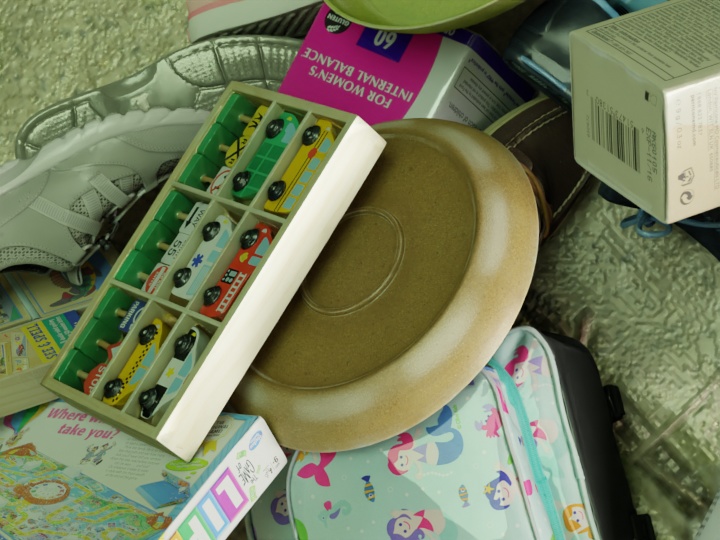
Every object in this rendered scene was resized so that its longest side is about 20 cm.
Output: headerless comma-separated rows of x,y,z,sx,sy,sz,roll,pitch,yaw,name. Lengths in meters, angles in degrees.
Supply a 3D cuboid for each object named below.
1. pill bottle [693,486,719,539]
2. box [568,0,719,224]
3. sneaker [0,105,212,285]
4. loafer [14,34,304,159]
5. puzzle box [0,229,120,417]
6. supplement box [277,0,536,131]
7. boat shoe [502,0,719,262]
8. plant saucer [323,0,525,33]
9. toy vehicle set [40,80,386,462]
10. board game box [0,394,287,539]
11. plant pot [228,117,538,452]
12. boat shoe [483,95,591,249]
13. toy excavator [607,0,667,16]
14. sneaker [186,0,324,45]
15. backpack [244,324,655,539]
0.207,0.189,1.505,0.113,0.113,0.201,25,85,26,pill bottle
0.215,-0.102,1.528,0.199,0.078,0.095,-18,31,-22,box
-0.164,-0.033,1.670,0.199,0.075,0.082,-23,89,-11,sneaker
-0.106,-0.095,1.745,0.199,0.063,0.072,-15,96,2,loafer
-0.202,0.013,1.691,0.132,0.026,0.200,-19,35,-17,puzzle box
-0.001,-0.047,1.667,0.101,0.103,0.201,24,85,28,supplement box
0.154,-0.059,1.606,0.069,0.084,0.200,-39,82,-9,boat shoe
0.064,-0.201,1.618,0.199,0.031,0.201,-20,44,21,plant saucer
-0.079,-0.003,1.568,0.124,0.026,0.201,17,72,53,toy vehicle set
-0.151,0.126,1.558,0.199,0.034,0.135,3,43,44,board game box
0.000,0.000,1.546,0.199,0.027,0.201,-20,50,25,plant pot
0.077,-0.026,1.610,0.200,0.072,0.072,-41,20,-26,boat shoe
0.142,-0.199,1.649,0.200,0.194,0.100,40,91,-1,toy excavator
-0.015,-0.198,1.733,0.199,0.075,0.105,-11,75,23,sneaker
0.036,0.133,1.573,0.199,0.150,0.179,-18,81,25,backpack
